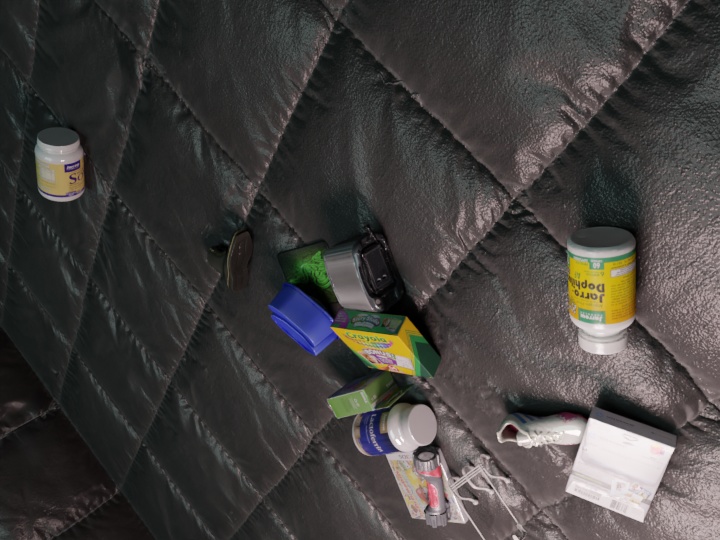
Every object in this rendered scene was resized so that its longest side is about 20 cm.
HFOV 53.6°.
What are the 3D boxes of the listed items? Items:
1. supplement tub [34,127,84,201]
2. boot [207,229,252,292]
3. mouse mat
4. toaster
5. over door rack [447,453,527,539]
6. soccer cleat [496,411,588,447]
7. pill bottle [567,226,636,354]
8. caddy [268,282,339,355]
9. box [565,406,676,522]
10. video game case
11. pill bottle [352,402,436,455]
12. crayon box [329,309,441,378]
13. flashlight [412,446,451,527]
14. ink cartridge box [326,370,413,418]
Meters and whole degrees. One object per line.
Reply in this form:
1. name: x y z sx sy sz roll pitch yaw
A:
1. supplement tub: -0.961 -0.339 2.282 0.145 0.145 0.201 34 131 25
2. boot: -0.368 -0.052 1.940 0.138 0.077 0.201 39 132 28
3. mouse mat: -0.125 0.015 1.794 0.199 0.008 0.162 -13 102 45
4. toaster: 0.000 0.000 1.593 0.129 0.113 0.201 -8 109 47
5. over door rack: 0.292 0.536 1.626 0.148 0.066 0.201 -55 51 44
6. soccer cleat: 0.368 0.332 1.445 0.199 0.086 0.070 -9 105 45
7. pill bottle: 0.415 0.036 1.227 0.112 0.113 0.201 10 118 39
8. caddy: -0.136 0.114 1.781 0.200 0.105 0.142 38 158 16
9. box: 0.492 0.371 1.361 0.155 0.041 0.201 17 125 20
10. video game case: 0.163 0.537 1.790 0.181 0.023 0.201 -14 101 46
11. pill bottle: 0.082 0.381 1.716 0.199 0.115 0.116 -23 95 46
12. crayon box: 0.057 0.164 1.609 0.199 0.059 0.173 3 145 42
13. flashlight: 0.168 0.523 1.713 0.067 0.068 0.201 9 116 39
14. ink cartridge box: 0.021 0.297 1.736 0.199 0.104 0.060 -25 95 47
